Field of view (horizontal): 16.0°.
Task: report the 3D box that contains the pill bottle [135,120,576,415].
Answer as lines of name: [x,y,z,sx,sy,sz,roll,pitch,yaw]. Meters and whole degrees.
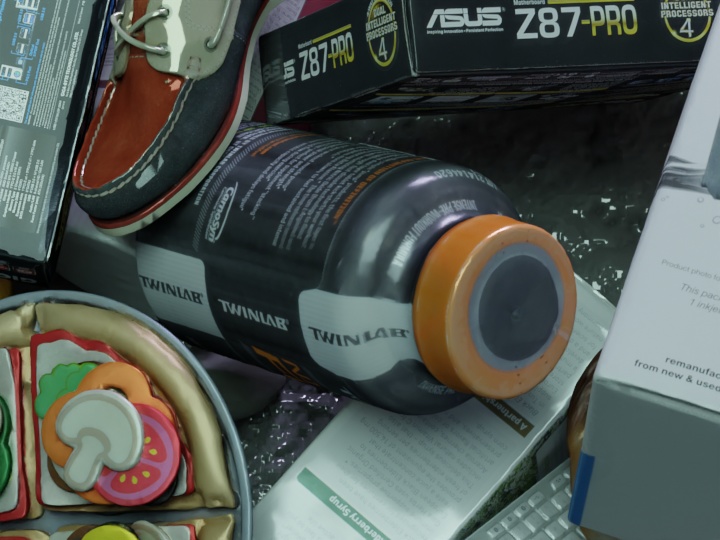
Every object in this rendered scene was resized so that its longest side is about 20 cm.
pill bottle: [0.000,0.000,1.077,0.199,0.106,0.107,15,65,50]

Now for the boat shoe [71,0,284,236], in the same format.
boat shoe: [-0.077,-0.110,1.114,0.071,0.063,0.201,10,64,38]

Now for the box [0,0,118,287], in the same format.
box: [-0.191,-0.107,1.128,0.158,0.046,0.201,11,77,-2]

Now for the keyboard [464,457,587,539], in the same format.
keyboard: [0.127,0.091,1.126,0.200,0.011,0.056,-35,64,-29]

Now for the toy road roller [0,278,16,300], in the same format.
toy road roller: [-0.198,-0.021,1.195,0.146,0.123,0.200,42,78,6]

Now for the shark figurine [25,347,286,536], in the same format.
shark figurine: [-0.109,0.104,1.119,0.128,0.089,0.216,31,63,-21]

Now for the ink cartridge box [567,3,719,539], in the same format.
ink cartridge box: [0.153,-0.001,1.013,0.085,0.147,0.201,16,64,8]

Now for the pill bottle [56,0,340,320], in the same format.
pill bottle: [-0.075,-0.083,1.207,0.109,0.110,0.201,19,71,14]

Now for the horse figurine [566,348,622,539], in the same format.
horse figurine: [0.142,0.105,1.070,0.132,0.050,0.201,-24,66,-10]

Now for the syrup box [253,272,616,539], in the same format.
syrup box: [0.032,0.087,1.137,0.081,0.079,0.200,39,77,19]

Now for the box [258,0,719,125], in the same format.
box: [0.076,-0.099,1.130,0.199,0.161,0.050,-5,86,-24]

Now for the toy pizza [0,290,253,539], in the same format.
toy pizza: [-0.138,0.108,1.084,0.199,0.032,0.202,-3,82,24]
